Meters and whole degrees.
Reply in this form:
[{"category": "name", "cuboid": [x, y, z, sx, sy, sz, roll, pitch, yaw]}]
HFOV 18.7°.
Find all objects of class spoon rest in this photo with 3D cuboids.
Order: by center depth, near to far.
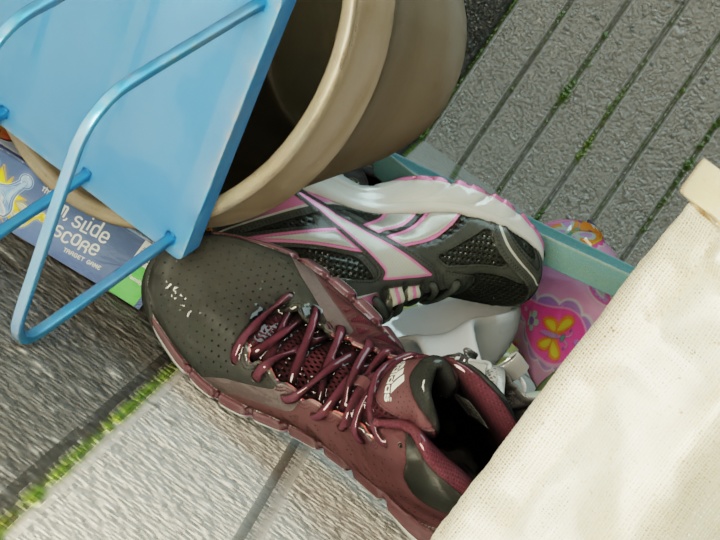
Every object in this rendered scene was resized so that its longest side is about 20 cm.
[{"category": "spoon rest", "cuboid": [0.047, 0.046, 1.168, 0.200, 0.099, 0.061, -111, -173, -72]}]

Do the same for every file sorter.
[{"category": "file sorter", "cuboid": [-0.153, -0.089, 0.840, 0.200, 0.139, 0.123, 36, 41, 13]}]

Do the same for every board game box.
[{"category": "board game box", "cuboid": [-0.177, -0.072, 1.016, 0.199, 0.035, 0.136, 32, 18, -19]}]

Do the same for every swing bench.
[{"category": "swing bench", "cuboid": [0.134, 0.088, 0.805, 0.130, 0.199, 0.200, 40, 9, 20]}]

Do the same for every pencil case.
[{"category": "pencil case", "cuboid": [0.144, 0.061, 1.284, 0.087, 0.087, 0.201, 26, 28, -47]}]

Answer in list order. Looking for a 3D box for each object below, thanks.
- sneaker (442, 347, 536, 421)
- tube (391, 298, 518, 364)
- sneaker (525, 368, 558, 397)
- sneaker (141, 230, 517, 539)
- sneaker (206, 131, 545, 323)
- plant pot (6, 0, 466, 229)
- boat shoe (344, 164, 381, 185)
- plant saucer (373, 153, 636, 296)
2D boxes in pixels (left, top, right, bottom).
[{"category": "sneaker", "cuboid": [0.047, 0.067, 1.010, 0.200, 0.082, 0.075, 38, 8, 34]}, {"category": "tube", "cuboid": [0.001, 0.009, 1.296, 0.200, 0.052, 0.058, 37, 7, 10]}, {"category": "sneaker", "cuboid": [0.173, 0.114, 1.147, 0.200, 0.090, 0.067, 43, -33, 26]}, {"category": "sneaker", "cuboid": [-0.001, 0.038, 0.890, 0.199, 0.076, 0.116, 35, -17, 4]}, {"category": "sneaker", "cuboid": [0.000, 0.000, 1.113, 0.199, 0.087, 0.080, 12, -26, -23]}, {"category": "plant pot", "cuboid": [-0.042, -0.113, 0.989, 0.200, 0.201, 0.173, 38, 16, 27]}, {"category": "boat shoe", "cuboid": [-0.025, -0.035, 1.194, 0.073, 0.075, 0.200, 0, 7, 31]}, {"category": "plant saucer", "cuboid": [0.096, -0.017, 1.208, 0.199, 0.019, 0.070, 23, 8, -25]}]
